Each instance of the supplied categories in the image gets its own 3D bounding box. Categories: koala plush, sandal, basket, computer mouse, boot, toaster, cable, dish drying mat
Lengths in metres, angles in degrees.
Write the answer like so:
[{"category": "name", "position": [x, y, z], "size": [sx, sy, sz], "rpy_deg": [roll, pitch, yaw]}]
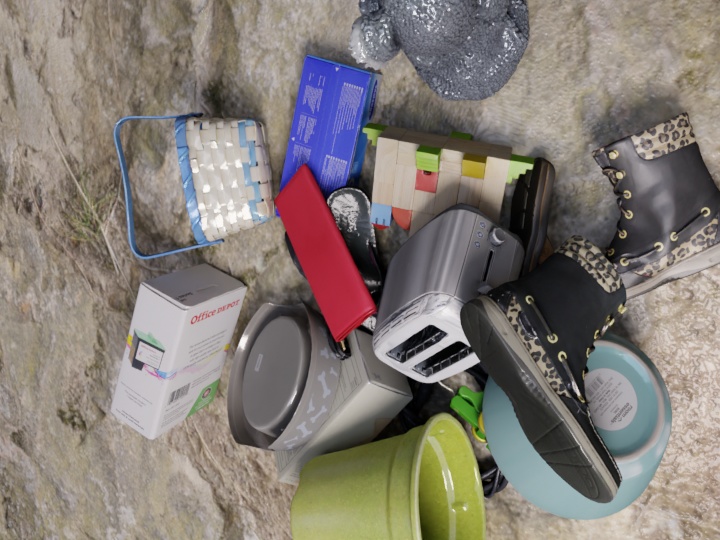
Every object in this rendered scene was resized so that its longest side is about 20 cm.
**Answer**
[{"category": "koala plush", "position": [0.080, -0.264, 0.641], "size": [0.175, 0.199, 0.187], "rpy_deg": [-29, 89, 25]}, {"category": "sandal", "position": [-0.001, 0.000, 0.790], "size": [0.073, 0.048, 0.206], "rpy_deg": [-15, 109, 7]}, {"category": "basket", "position": [-0.211, -0.113, 0.826], "size": [0.193, 0.139, 0.182], "rpy_deg": [-6, 99, -3]}, {"category": "computer mouse", "position": [-0.047, 0.018, 0.806], "size": [0.034, 0.058, 0.204], "rpy_deg": [-30, 65, 14]}, {"category": "boot", "position": [0.200, 0.080, 0.578], "size": [0.206, 0.152, 0.074], "rpy_deg": [55, 157, 7]}, {"category": "toaster", "position": [0.085, 0.033, 0.696], "size": [0.112, 0.132, 0.199], "rpy_deg": [30, 145, -15]}, {"category": "cable", "position": [0.122, 0.188, 0.795], "size": [0.159, 0.051, 0.206], "rpy_deg": [-11, 96, 25]}, {"category": "dish drying mat", "position": [-0.045, -0.023, 0.768], "size": [0.077, 0.018, 0.204], "rpy_deg": [-42, 65, 38]}, {"category": "boot", "position": [0.276, -0.056, 0.664], "size": [0.196, 0.073, 0.154], "rpy_deg": [-22, 92, 22]}, {"category": "sandal", "position": [0.192, -0.021, 0.721], "size": [0.053, 0.082, 0.206], "rpy_deg": [10, 96, -14]}]

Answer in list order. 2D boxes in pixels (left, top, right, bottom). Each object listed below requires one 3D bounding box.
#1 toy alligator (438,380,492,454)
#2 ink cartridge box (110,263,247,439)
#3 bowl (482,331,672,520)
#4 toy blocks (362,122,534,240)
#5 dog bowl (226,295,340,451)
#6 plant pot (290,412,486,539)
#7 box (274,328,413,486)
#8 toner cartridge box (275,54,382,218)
[{"category": "toy alligator", "position": [0.147, 0.162, 0.728], "size": [0.054, 0.060, 0.200], "rpy_deg": [-39, 73, -14]}, {"category": "ink cartridge box", "position": [-0.252, 0.106, 0.895], "size": [0.082, 0.144, 0.205], "rpy_deg": [26, 110, 16]}, {"category": "bowl", "position": [0.229, 0.141, 0.650], "size": [0.194, 0.106, 0.207], "rpy_deg": [0, 68, 0]}, {"category": "toy blocks", "position": [0.089, -0.081, 0.742], "size": [0.194, 0.100, 0.140], "rpy_deg": [12, 118, 12]}, {"category": "dog bowl", "position": [-0.099, 0.135, 0.827], "size": [0.198, 0.058, 0.205], "rpy_deg": [-31, 49, 42]}, {"category": "plant pot", "position": [0.026, 0.276, 0.730], "size": [0.180, 0.199, 0.206], "rpy_deg": [-12, 96, 27]}, {"category": "box", "position": [-0.029, 0.183, 0.827], "size": [0.201, 0.077, 0.096], "rpy_deg": [-49, 35, 25]}, {"category": "toner cartridge box", "position": [-0.042, -0.155, 0.805], "size": [0.093, 0.043, 0.206], "rpy_deg": [20, 108, 18]}]
